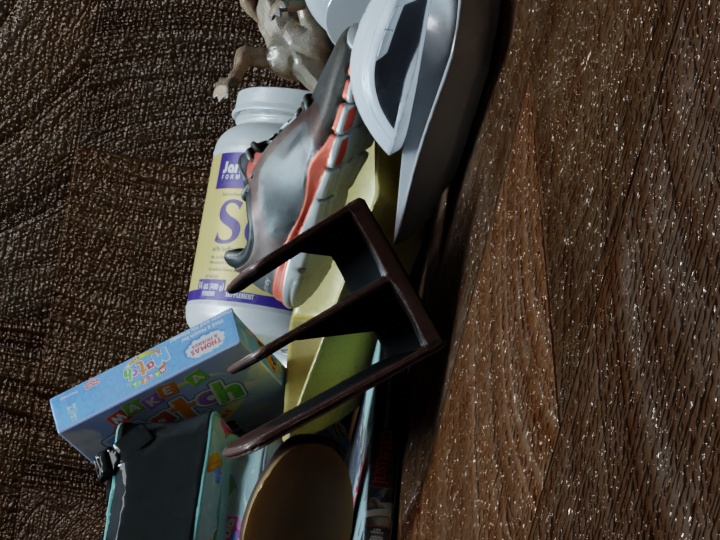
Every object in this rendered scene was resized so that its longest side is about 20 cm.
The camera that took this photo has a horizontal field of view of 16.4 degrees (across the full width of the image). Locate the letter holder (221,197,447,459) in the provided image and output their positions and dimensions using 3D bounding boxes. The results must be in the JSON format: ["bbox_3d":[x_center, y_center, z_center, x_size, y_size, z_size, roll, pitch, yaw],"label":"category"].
[{"bbox_3d":[-0.044,0.041,1.527,0.101,0.142,0.200,60,173,0],"label":"letter holder"}]

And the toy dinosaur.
[{"bbox_3d":[-0.044,-0.182,1.883,0.086,0.135,0.201,-28,61,33],"label":"toy dinosaur"}]

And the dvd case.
[{"bbox_3d":[0.002,0.157,1.635,0.201,0.022,0.147,-86,8,-49],"label":"dvd case"}]

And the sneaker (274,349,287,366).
[{"bbox_3d":[-0.039,0.120,1.995,0.200,0.075,0.106,85,-177,-81],"label":"sneaker"}]

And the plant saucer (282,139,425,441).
[{"bbox_3d":[0.000,0.000,1.747,0.200,0.048,0.201,-90,18,-65],"label":"plant saucer"}]

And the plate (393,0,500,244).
[{"bbox_3d":[0.060,-0.147,1.552,0.200,0.032,0.200,106,174,-52],"label":"plate"}]

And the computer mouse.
[{"bbox_3d":[0.023,-0.176,1.604,0.110,0.044,0.201,-177,98,-85],"label":"computer mouse"}]

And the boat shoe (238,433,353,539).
[{"bbox_3d":[-0.050,0.194,1.611,0.070,0.070,0.201,-107,27,-71],"label":"boat shoe"}]

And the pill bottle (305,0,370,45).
[{"bbox_3d":[0.014,-0.237,1.830,0.201,0.110,0.111,-85,7,-51],"label":"pill bottle"}]

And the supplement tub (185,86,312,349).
[{"bbox_3d":[-0.058,-0.037,2.039,0.145,0.144,0.201,130,150,-80],"label":"supplement tub"}]

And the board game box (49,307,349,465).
[{"bbox_3d":[-0.113,0.117,1.822,0.200,0.151,0.037,50,-163,-51],"label":"board game box"}]

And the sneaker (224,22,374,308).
[{"bbox_3d":[-0.044,-0.078,1.681,0.077,0.082,0.201,-13,-56,-70],"label":"sneaker"}]

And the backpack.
[{"bbox_3d":[-0.092,0.207,1.761,0.200,0.152,0.177,59,-151,-57],"label":"backpack"}]
